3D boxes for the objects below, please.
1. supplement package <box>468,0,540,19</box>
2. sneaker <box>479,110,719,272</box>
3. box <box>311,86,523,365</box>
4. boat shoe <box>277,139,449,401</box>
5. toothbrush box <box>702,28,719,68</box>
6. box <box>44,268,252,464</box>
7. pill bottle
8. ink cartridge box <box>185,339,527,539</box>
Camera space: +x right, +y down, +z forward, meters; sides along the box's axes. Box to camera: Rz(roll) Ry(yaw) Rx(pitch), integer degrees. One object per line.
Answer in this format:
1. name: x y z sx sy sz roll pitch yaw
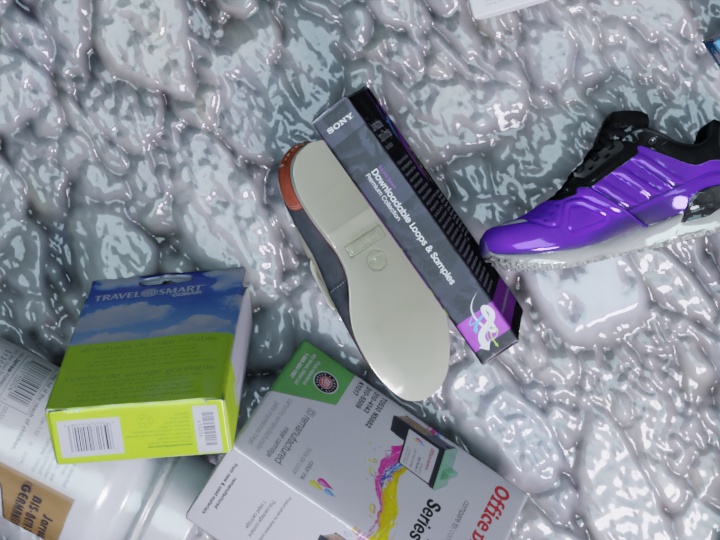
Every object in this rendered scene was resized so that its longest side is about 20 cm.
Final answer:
1. supplement package: 0.122 -0.285 1.504 0.150 0.152 0.201 -15 95 6
2. sneaker: 0.173 -0.059 1.566 0.199 0.070 0.100 -12 89 -8
3. box: 0.042 -0.034 1.544 0.036 0.143 0.200 -33 92 8
4. boat shoe: 0.000 0.000 1.593 0.071 0.063 0.201 -30 96 -19
5. toothbrush box: 0.352 -0.117 1.538 0.146 0.085 0.200 -35 92 7
6. box: -0.141 0.064 1.551 0.121 0.200 0.048 -4 114 5
7. pill bottle: -0.206 0.137 1.597 0.199 0.114 0.115 27 98 1
8. ink cartridge box: 0.001 0.164 1.559 0.200 0.145 0.084 34 125 0
